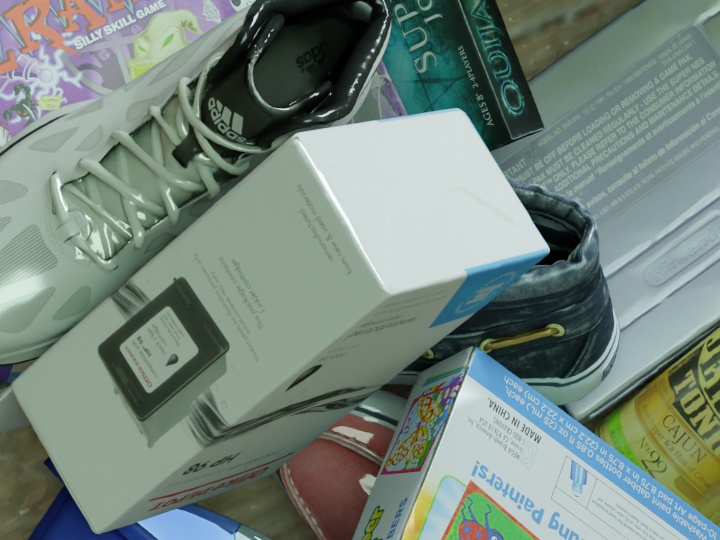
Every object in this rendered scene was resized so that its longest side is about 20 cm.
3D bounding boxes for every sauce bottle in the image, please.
[{"bbox_3d":[0.171,0.039,1.174,0.200,0.065,0.065,-42,94,22],"label":"sauce bottle"}]

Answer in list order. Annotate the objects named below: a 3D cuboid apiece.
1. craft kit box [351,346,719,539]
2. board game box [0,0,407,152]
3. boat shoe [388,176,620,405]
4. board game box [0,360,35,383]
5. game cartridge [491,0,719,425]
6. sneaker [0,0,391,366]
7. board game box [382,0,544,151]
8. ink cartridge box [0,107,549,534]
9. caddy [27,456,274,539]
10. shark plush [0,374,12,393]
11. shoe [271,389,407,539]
[{"bbox_3d":[0.074,0.165,1.096,0.200,0.048,0.198,37,53,-19],"label":"craft kit box"},{"bbox_3d":[-0.089,-0.057,1.110,0.199,0.032,0.121,-25,82,-14],"label":"board game box"},{"bbox_3d":[0.000,0.000,1.145,0.199,0.091,0.071,2,56,10],"label":"boat shoe"},{"bbox_3d":[-0.198,-0.045,1.143,0.199,0.045,0.135,16,58,-9],"label":"board game box"},{"bbox_3d":[0.115,-0.032,1.208,0.199,0.038,0.130,-35,74,-1],"label":"game cartridge"},{"bbox_3d":[-0.073,-0.046,1.038,0.200,0.115,0.076,-38,89,-14],"label":"sneaker"},{"bbox_3d":[-0.019,-0.125,1.169,0.028,0.135,0.201,-20,88,-51],"label":"board game box"},{"bbox_3d":[-0.042,0.028,1.068,0.200,0.116,0.067,-40,76,31],"label":"ink cartridge box"},{"bbox_3d":[-0.057,0.152,1.132,0.200,0.141,0.105,40,84,-6],"label":"caddy"},{"bbox_3d":[-0.238,0.043,1.135,0.199,0.083,0.091,22,82,-8],"label":"shark plush"},{"bbox_3d":[0.035,0.131,1.166,0.200,0.091,0.071,42,117,-8],"label":"shoe"}]
